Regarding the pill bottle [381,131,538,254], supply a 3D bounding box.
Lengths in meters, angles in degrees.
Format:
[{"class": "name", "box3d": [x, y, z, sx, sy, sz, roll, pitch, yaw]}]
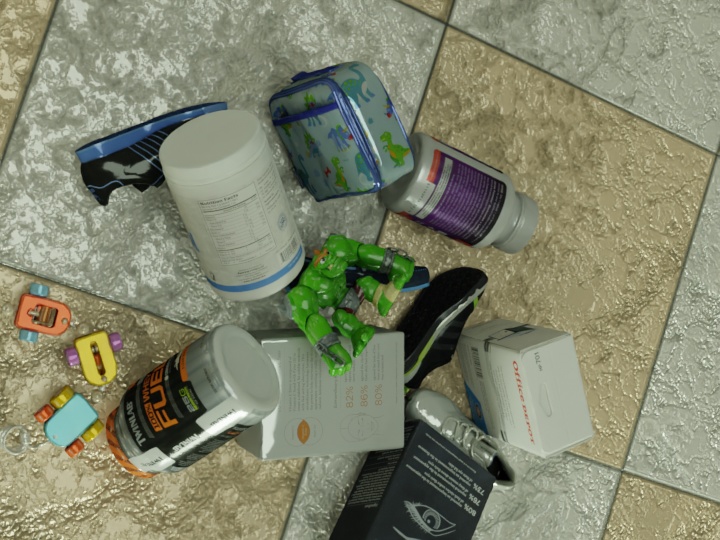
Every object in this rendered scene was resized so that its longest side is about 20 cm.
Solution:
[{"class": "pill bottle", "box3d": [0.137, -0.097, 1.603, 0.198, 0.111, 0.112, 23, 84, -22]}]

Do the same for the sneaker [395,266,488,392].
[{"class": "sneaker", "box3d": [0.105, 0.082, 1.635, 0.200, 0.072, 0.083, -46, 132, -13]}]

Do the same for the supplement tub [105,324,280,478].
[{"class": "supplement tub", "box3d": [-0.204, 0.162, 1.426, 0.199, 0.123, 0.123, -34, 109, 23]}]

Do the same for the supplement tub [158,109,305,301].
[{"class": "supplement tub", "box3d": [-0.152, -0.076, 1.439, 0.131, 0.132, 0.201, -31, 126, -18]}]

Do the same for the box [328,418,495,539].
[{"class": "box", "box3d": [0.066, 0.322, 1.567, 0.148, 0.104, 0.201, 39, 60, -18]}]

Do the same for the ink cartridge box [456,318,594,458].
[{"class": "ink cartridge box", "box3d": [0.215, 0.153, 1.600, 0.085, 0.200, 0.148, -17, 100, -21]}]

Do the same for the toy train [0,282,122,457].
[{"class": "toy train", "box3d": [-0.369, 0.122, 1.435, 0.149, 0.056, 0.202, 10, 86, -22]}]

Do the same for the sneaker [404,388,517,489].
[{"class": "sneaker", "box3d": [0.144, 0.230, 1.635, 0.200, 0.087, 0.075, 41, 72, -19]}]

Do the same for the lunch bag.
[{"class": "lunch bag", "box3d": [-0.030, -0.173, 1.481, 0.082, 0.199, 0.162, -31, 106, -25]}]

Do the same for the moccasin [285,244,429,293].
[{"class": "moccasin", "box3d": [0.000, 0.000, 1.568, 0.198, 0.080, 0.069, -4, 90, -23]}]

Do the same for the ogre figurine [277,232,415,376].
[{"class": "ogre figurine", "box3d": [-0.022, 0.031, 1.481, 0.119, 0.098, 0.201, 31, 73, 5]}]

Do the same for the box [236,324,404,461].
[{"class": "box", "box3d": [-0.053, 0.153, 1.538, 0.198, 0.106, 0.154, -1, 93, -23]}]

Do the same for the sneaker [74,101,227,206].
[{"class": "sneaker", "box3d": [-0.247, -0.146, 1.466, 0.198, 0.070, 0.079, -23, 106, -14]}]
